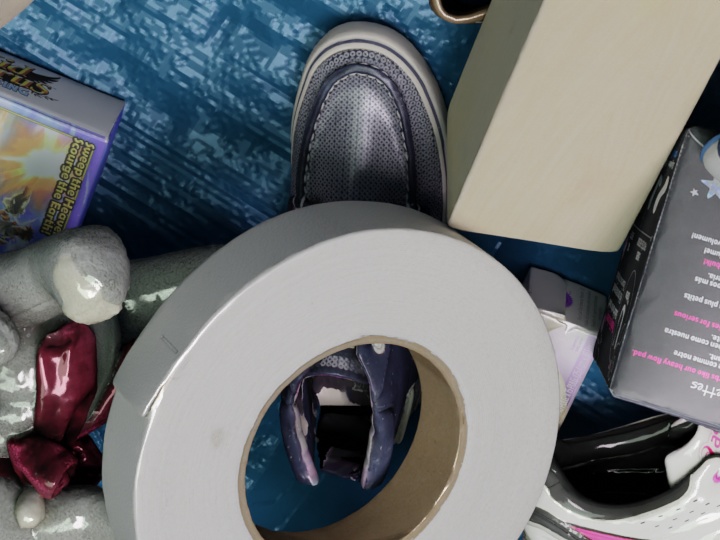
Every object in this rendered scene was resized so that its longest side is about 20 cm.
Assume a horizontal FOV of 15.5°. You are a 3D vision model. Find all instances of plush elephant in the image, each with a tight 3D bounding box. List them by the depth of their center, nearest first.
[{"bbox_3d":[-0.141,0.077,1.121,0.199,0.165,0.156,-12,82,18],"label":"plush elephant"}]

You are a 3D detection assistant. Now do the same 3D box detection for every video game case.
[{"bbox_3d":[-0.223,-0.020,1.201,0.180,0.046,0.201,22,118,-3],"label":"video game case"}]

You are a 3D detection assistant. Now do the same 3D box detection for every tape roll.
[{"bbox_3d":[-0.011,0.070,1.089,0.202,0.037,0.204,-12,117,-25],"label":"tape roll"}]

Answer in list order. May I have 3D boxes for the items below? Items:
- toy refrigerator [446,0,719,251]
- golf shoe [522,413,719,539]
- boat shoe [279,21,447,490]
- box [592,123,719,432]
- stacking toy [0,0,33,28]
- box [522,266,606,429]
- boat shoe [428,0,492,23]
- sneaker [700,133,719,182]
[{"bbox_3d":[0.093,-0.095,1.026,0.075,0.070,0.200,8,144,-9],"label":"toy refrigerator"},{"bbox_3d":[0.168,0.100,1.159,0.199,0.073,0.092,-6,140,3],"label":"golf shoe"},{"bbox_3d":[0.000,0.000,1.146,0.074,0.093,0.201,1,117,9],"label":"boat shoe"},{"bbox_3d":[0.206,0.022,1.085,0.199,0.132,0.115,18,94,1],"label":"box"},{"bbox_3d":[-0.205,-0.198,1.081,0.200,0.146,0.146,37,119,10],"label":"stacking toy"},{"bbox_3d":[0.058,0.093,1.213,0.039,0.042,0.201,21,119,-3],"label":"box"},{"bbox_3d":[0.105,-0.163,1.055,0.072,0.072,0.200,41,116,-12],"label":"boat shoe"},{"bbox_3d":[0.186,-0.107,0.978,0.082,0.074,0.201,22,92,37],"label":"sneaker"}]
